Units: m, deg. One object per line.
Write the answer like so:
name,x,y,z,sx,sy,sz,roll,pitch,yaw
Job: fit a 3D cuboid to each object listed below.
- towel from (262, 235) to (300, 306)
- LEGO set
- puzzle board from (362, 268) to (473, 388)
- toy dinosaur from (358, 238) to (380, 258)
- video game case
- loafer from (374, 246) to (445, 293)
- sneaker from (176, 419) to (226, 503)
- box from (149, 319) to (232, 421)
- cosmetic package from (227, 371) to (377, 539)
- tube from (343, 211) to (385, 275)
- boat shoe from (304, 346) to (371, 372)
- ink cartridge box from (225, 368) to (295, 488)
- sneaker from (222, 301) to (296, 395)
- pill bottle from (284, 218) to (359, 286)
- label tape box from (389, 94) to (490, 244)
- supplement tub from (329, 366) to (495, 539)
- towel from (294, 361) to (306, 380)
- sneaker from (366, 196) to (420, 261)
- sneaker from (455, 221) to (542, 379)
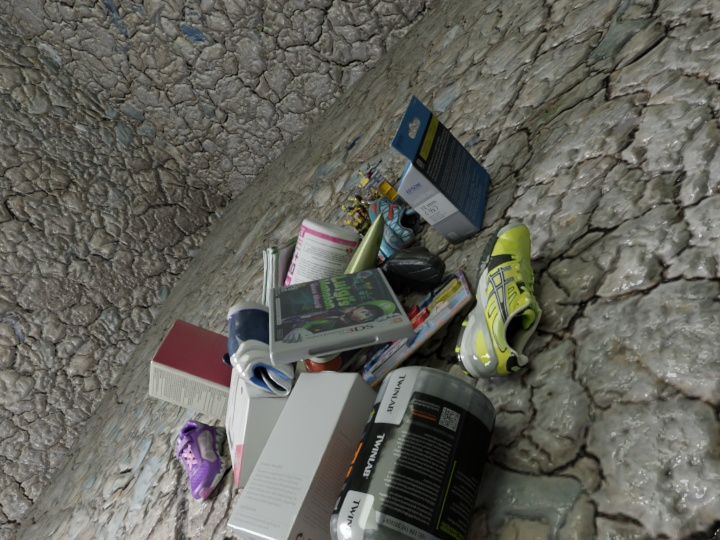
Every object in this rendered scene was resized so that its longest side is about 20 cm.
towel,-0.129,-0.005,1.039,0.200,0.031,0.150,-33,-42,-54
LEGO set,0.010,-0.167,1.140,0.154,0.116,0.200,-43,23,17
puzzle board,0.072,0.080,0.710,0.200,0.017,0.151,-45,4,13
toy dinosaur,-0.045,-0.012,1.060,0.200,0.077,0.102,-41,10,12
video game case,-0.038,0.056,0.719,0.181,0.023,0.200,-11,23,-6
loafer,0.082,-0.012,0.807,0.072,0.073,0.200,-50,15,-15
sneaker,-0.314,0.356,0.973,0.081,0.088,0.200,-48,23,2
box,-0.290,0.200,0.985,0.109,0.199,0.128,-75,8,-46
cosmetic package,-0.057,0.221,0.593,0.101,0.074,0.200,-7,42,39
tube,0.000,0.000,0.849,0.058,0.052,0.200,13,78,57
boat shoe,-0.011,0.101,0.782,0.071,0.063,0.200,22,38,30
ink cartridge box,-0.161,0.229,0.818,0.200,0.085,0.146,-148,67,-69
sneaker,-0.110,0.134,0.773,0.081,0.200,0.147,-45,44,25
pill bottle,-0.082,0.011,0.973,0.113,0.113,0.201,-143,68,-68
label tape box,0.118,-0.161,0.820,0.066,0.200,0.144,-30,29,44
supplement tub,0.048,0.204,0.483,0.122,0.122,0.200,-21,35,49
towel,-0.039,0.123,0.892,0.200,0.034,0.132,-54,24,-12
sneaker,0.074,-0.086,0.980,0.095,0.079,0.200,-27,35,16
sneaker,0.178,0.033,0.591,0.076,0.075,0.200,-8,57,49
